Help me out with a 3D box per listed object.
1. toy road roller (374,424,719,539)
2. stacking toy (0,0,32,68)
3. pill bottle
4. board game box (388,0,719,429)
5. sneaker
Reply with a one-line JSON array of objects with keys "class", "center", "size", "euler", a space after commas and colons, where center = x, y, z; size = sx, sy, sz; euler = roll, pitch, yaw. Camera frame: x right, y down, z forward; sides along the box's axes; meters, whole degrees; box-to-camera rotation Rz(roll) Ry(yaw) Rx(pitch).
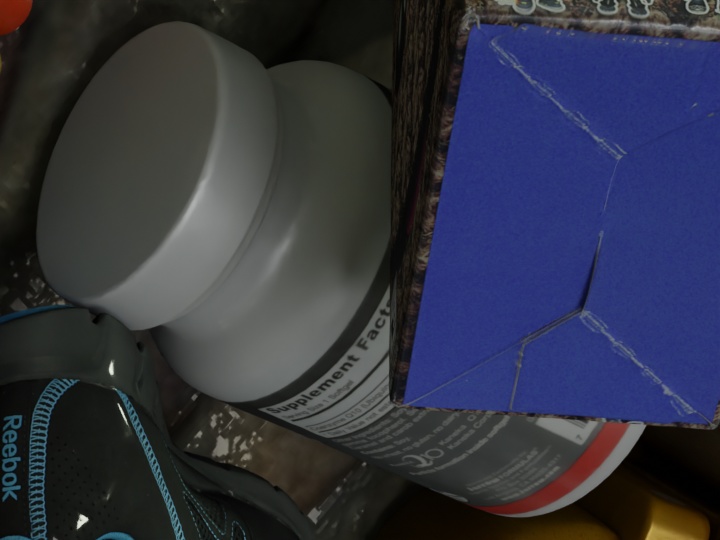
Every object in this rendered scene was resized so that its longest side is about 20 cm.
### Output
[{"class": "toy road roller", "center": [0.090, 0.099, 0.894], "size": [0.145, 0.123, 0.201], "euler": [20, 94, -25]}, {"class": "stacking toy", "center": [-0.141, -0.057, 0.721], "size": [0.085, 0.085, 0.201], "euler": [34, 81, -35]}, {"class": "pill bottle", "center": [0.000, 0.000, 0.804], "size": [0.199, 0.116, 0.117], "euler": [26, 90, -35]}, {"class": "board game box", "center": [0.064, -0.083, 0.690], "size": [0.096, 0.201, 0.160], "euler": [4, 140, -4]}, {"class": "sneaker", "center": [-0.072, 0.093, 0.781], "size": [0.200, 0.073, 0.082], "euler": [50, 32, -50]}]
